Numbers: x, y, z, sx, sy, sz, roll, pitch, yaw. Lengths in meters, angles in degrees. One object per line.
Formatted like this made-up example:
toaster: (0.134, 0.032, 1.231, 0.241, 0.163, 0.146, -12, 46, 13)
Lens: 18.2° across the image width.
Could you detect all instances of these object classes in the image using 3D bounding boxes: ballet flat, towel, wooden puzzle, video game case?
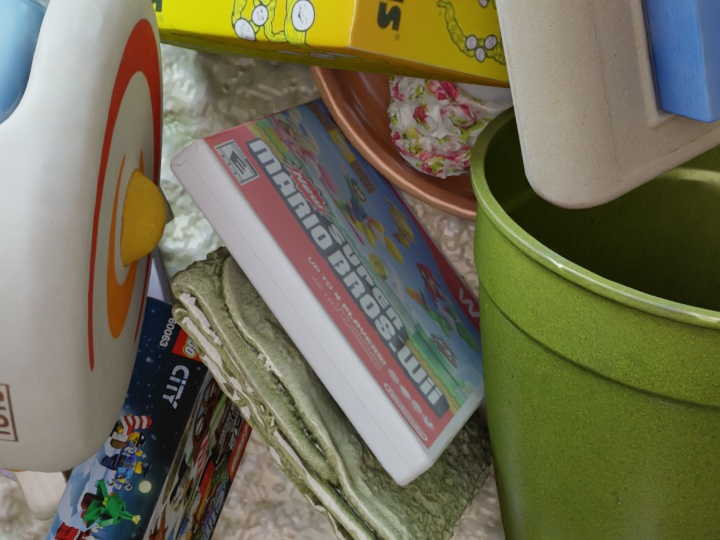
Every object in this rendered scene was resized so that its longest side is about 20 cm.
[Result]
ballet flat: (0.078, -0.124, 0.907, 0.076, 0.064, 0.200, 37, 95, 1)
towel: (-0.003, 0.044, 0.890, 0.036, 0.200, 0.149, -35, 91, 15)
wooden puzzle: (0.138, -0.135, 0.799, 0.199, 0.046, 0.186, -24, 118, -24)
video game case: (0.000, 0.000, 0.887, 0.017, 0.200, 0.143, -36, 90, 15)

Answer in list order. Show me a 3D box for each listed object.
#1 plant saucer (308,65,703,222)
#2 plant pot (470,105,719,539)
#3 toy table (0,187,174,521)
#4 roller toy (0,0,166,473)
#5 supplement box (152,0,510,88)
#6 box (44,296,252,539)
plant saucer: (0.073, -0.119, 0.958, 0.199, 0.037, 0.201, 0, 93, 5)
plant pot: (0.130, 0.054, 0.883, 0.199, 0.201, 0.194, 9, 119, 4)
toy table: (-0.158, 0.006, 0.942, 0.184, 0.117, 0.200, -37, 91, 5)
roller toy: (-0.137, -0.022, 0.788, 0.139, 0.182, 0.201, 6, 94, 3)
supplement box: (-0.032, -0.139, 0.879, 0.200, 0.109, 0.109, 11, 94, 42)
box: (-0.098, 0.126, 0.899, 0.038, 0.137, 0.201, 17, 72, 9)
